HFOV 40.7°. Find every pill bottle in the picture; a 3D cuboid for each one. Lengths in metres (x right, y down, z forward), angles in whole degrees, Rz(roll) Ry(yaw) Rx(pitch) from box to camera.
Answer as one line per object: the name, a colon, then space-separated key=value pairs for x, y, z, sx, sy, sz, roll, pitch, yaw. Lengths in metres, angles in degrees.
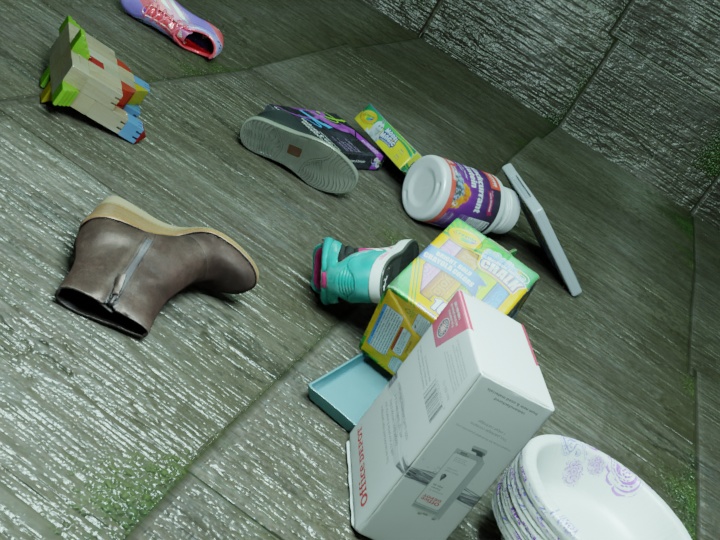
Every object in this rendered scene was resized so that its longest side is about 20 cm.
pill bottle: x=0.178 y=-0.122 z=1.663 sx=0.199 sy=0.112 sz=0.112 roll=12 pitch=29 yaw=-38

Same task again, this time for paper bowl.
paper bowl: x=0.218 y=0.265 z=0.948 sx=0.200 sy=0.105 sz=0.201 roll=25 pitch=24 yaw=-12

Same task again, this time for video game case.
video game case: x=0.324 y=-0.074 z=1.735 sx=0.201 sy=0.022 sz=0.182 roll=58 pitch=8 yaw=-32

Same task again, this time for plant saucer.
plant saucer: x=0.010 y=0.126 z=1.081 sx=0.070 sy=0.019 sz=0.200 roll=38 pitch=25 yaw=14

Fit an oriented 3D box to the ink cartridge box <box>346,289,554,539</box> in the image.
ink cartridge box: x=0.075 y=0.142 z=0.897 sx=0.082 sy=0.201 sz=0.147 roll=28 pitch=23 yaw=-17

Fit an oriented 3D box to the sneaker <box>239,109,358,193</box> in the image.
sneaker: x=-0.086 y=-0.199 z=1.537 sx=0.199 sy=0.075 sz=0.106 roll=29 pitch=25 yaw=-3

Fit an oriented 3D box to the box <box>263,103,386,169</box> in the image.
box: x=-0.062 y=-0.230 z=1.682 sx=0.143 sy=0.036 sz=0.199 roll=43 pitch=26 yaw=25

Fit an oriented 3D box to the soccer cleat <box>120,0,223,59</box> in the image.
soccer cleat: x=-0.338 y=-0.445 z=1.743 sx=0.199 sy=0.067 sz=0.077 roll=27 pitch=28 yaw=-18

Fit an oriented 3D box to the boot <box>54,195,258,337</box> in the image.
boot: x=-0.205 y=0.015 z=1.004 sx=0.199 sy=0.072 sz=0.167 roll=26 pitch=36 yaw=-17

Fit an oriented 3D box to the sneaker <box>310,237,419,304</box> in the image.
sneaker: x=0.000 y=0.000 z=1.216 sx=0.120 sy=0.084 sz=0.200 roll=6 pitch=8 yaw=17

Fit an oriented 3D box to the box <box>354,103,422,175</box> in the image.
box: x=0.077 y=-0.210 z=1.756 sx=0.117 sy=0.048 sz=0.200 roll=38 pitch=13 yaw=-50

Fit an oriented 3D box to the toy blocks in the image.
toy blocks: x=-0.351 y=-0.254 z=1.326 sx=0.136 sy=0.100 sz=0.200 roll=30 pitch=21 yaw=-34

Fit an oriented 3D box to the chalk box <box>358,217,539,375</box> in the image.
chalk box: x=0.113 y=0.036 z=1.120 sx=0.123 sy=0.125 sz=0.200 roll=36 pitch=48 yaw=13
